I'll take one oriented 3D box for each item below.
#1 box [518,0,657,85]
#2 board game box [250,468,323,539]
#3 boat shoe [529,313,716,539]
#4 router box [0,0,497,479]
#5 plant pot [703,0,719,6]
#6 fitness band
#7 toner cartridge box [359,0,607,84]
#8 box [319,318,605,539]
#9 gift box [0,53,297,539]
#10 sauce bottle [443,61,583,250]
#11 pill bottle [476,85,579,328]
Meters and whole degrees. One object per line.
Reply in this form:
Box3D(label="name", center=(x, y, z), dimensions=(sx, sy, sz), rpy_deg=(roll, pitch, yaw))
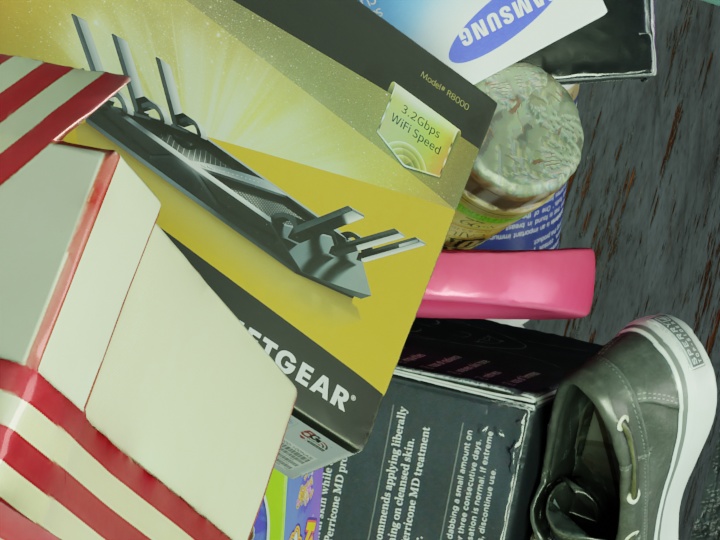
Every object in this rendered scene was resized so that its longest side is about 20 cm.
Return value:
Box3D(label="box", center=(0.066, -0.159, 1.223), dimensions=(0.200, 0.104, 0.149), rpy_deg=(-138, -136, -82))
Box3D(label="board game box", center=(-0.087, 0.118, 1.037), dimensions=(0.045, 0.134, 0.201), rpy_deg=(-50, 149, -58))
Box3D(label="boat shoe", center=(0.098, 0.100, 1.084), dimensions=(0.056, 0.069, 0.200), rpy_deg=(-22, 140, -28))
Box3D(label="router box", center=(-0.062, -0.045, 0.913), dimensions=(0.052, 0.200, 0.158), rpy_deg=(-27, -145, 53))
Box3D(label="plant pot", center=(0.138, -0.195, 1.047), dimensions=(0.200, 0.134, 0.201), rpy_deg=(-4, 90, -88))
Box3D(label="fitness band", center=(0.000, 0.000, 1.070), dimensions=(0.143, 0.199, 0.038), rpy_deg=(13, 80, -56))
Box3D(label="toner cartridge box", center=(-0.011, -0.099, 1.014), dimensions=(0.095, 0.200, 0.043), rpy_deg=(64, -15, -12))
Box3D(label="box", center=(-0.002, 0.082, 1.182), dimensions=(0.200, 0.196, 0.124), rpy_deg=(-13, 116, -72))
Box3D(label="gift box", center=(-0.124, 0.050, 0.735), dimensions=(0.187, 0.199, 0.185), rpy_deg=(52, 47, -58))
Box3D(label="sauce bottle", center=(0.031, -0.033, 1.161), dimensions=(0.200, 0.065, 0.065), rpy_deg=(-37, -150, 64))
Box3D(label="pill bottle", center=(0.055, -0.035, 1.427), dimensions=(0.116, 0.115, 0.201), rpy_deg=(-47, 146, -59))
